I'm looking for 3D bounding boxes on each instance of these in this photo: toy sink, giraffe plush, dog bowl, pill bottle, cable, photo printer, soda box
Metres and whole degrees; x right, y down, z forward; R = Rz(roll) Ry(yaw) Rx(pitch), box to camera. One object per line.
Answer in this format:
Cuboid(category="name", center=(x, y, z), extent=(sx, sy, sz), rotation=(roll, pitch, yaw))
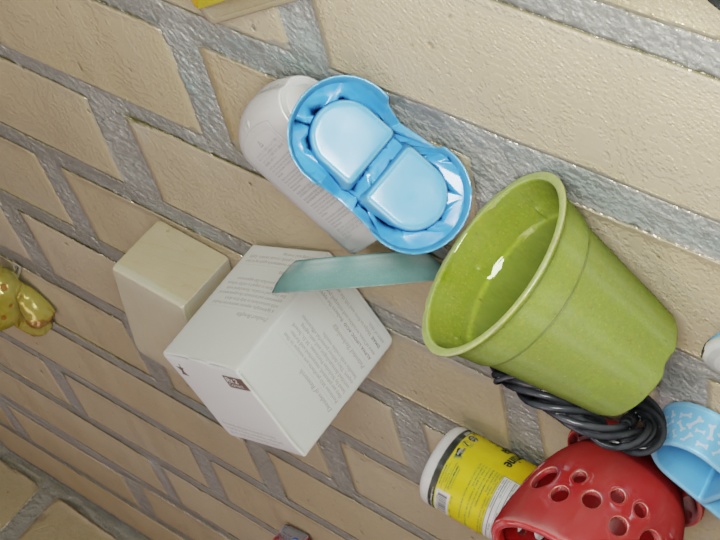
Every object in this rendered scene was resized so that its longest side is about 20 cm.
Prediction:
Cuboid(category="toy sink", center=(-0.251, 0.047, 2.071), extent=(0.130, 0.112, 0.200), rotation=(27, 148, 24))
Cuboid(category="giraffe plush", center=(-0.670, 0.086, 2.655), extent=(0.172, 0.162, 0.200), rotation=(32, 155, 15))
Cuboid(category="dog bowl", center=(0.394, 0.222, 1.550), extent=(0.200, 0.050, 0.111), rotation=(39, 156, -1))
Cuboid(category="pill bottle", center=(0.186, 0.294, 1.887), extent=(0.199, 0.113, 0.113), rotation=(27, 153, 24))
Cuboid(category="cable", center=(0.220, 0.134, 1.493), extent=(0.199, 0.051, 0.163), rotation=(13, -156, -36))
Cuboid(category="photo printer", center=(-0.038, -0.115, 1.538), extent=(0.200, 0.070, 0.166), rotation=(42, 158, -6))
Cuboid(category="soda box", center=(-0.115, 0.581, 2.857), extent=(0.063, 0.070, 0.200), rotation=(22, 151, 34))
Cuboid(category="dog bowl", center=(0.016, -0.101, 1.430), extent=(0.200, 0.112, 0.050), rotation=(41, 175, -5))

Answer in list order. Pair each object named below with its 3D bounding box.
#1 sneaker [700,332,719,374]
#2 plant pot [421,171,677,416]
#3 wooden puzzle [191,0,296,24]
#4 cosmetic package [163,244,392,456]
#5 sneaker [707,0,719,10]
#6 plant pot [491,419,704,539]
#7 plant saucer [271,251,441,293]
Cuboid(category="sneaker", center=(0.396, 0.125, 1.335), extent=(0.199, 0.087, 0.075), rotation=(28, 155, 26))
Cuboid(category="plant pot", center=(0.192, 0.042, 1.384), extent=(0.190, 0.201, 0.200), rotation=(34, 158, -21))
Cuboid(category="wooden puzzle", center=(-0.152, -0.316, 1.390), extent=(0.200, 0.037, 0.185), rotation=(3, 138, 53))
Cuboid(category="cosmetic package", center=(-0.103, 0.097, 1.840), extent=(0.164, 0.200, 0.165), rotation=(7, 141, 50))
Cuboid(category="sneaker", center=(0.236, -0.212, 1.002), extent=(0.104, 0.060, 0.200), rotation=(47, 152, -7))
Cuboid(category="plant pot", center=(0.274, 0.281, 1.655), extent=(0.200, 0.183, 0.201), rotation=(30, 155, 16))
Cuboid(category="plant saucer", center=(0.000, 0.000, 1.607), extent=(0.200, 0.199, 0.036), rotation=(-3, 91, 56))
